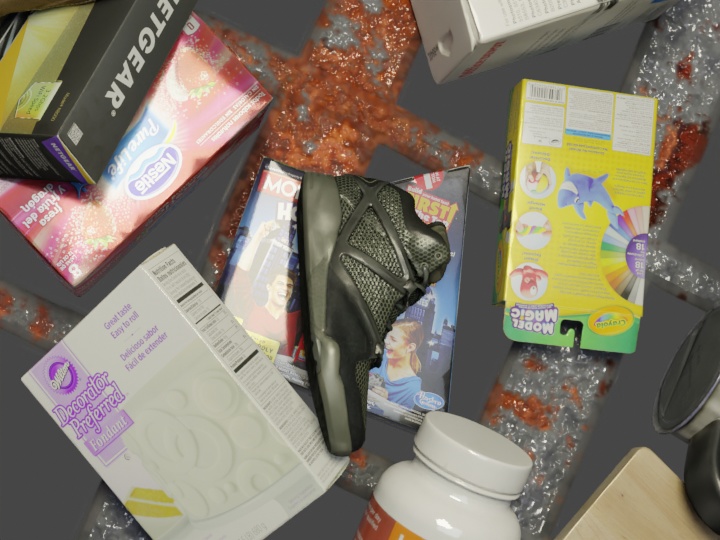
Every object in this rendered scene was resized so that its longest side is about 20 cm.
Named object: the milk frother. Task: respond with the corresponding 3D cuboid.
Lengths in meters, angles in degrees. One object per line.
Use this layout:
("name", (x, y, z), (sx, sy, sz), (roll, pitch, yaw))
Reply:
("milk frother", (0.345, 0.106, 1.021), (0.187, 0.181, 0.201), (29, 123, -5))

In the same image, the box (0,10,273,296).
("box", (-0.167, -0.084, 1.018), (0.200, 0.100, 0.096), (-45, 93, -11))

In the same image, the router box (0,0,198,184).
("router box", (-0.211, -0.156, 0.970), (0.155, 0.052, 0.202), (5, 57, 30))

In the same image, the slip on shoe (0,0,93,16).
("slip on shoe", (-0.241, -0.193, 0.921), (0.197, 0.076, 0.061), (3, 56, 22))

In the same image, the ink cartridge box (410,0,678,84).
("ink cartridge box", (0.149, -0.220, 1.058), (0.197, 0.146, 0.085), (-18, 88, -11))

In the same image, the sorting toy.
("sorting toy", (0.211, 0.274, 1.059), (0.200, 0.070, 0.199), (44, 80, -2))

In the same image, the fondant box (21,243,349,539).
("fondant box", (-0.125, 0.106, 0.992), (0.144, 0.058, 0.201), (-39, 90, 26))

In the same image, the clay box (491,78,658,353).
("clay box", (0.167, -0.040, 1.094), (0.113, 0.048, 0.203), (7, 85, -8))

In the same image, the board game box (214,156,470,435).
("board game box", (0.000, 0.000, 1.056), (0.198, 0.062, 0.202), (21, 81, -6))

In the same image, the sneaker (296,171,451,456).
("sneaker", (0.014, 0.028, 0.978), (0.112, 0.076, 0.202), (0, 70, -6))

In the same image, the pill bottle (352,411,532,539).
("pill bottle", (0.046, 0.210, 0.992), (0.111, 0.112, 0.202), (21, 99, -6))
